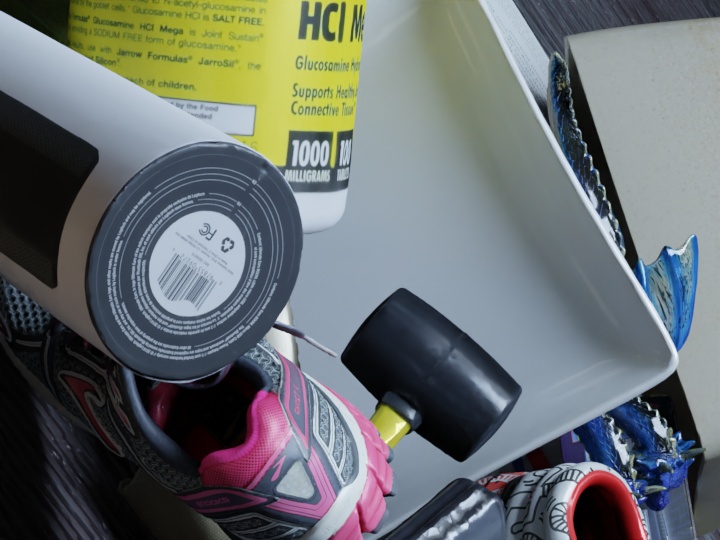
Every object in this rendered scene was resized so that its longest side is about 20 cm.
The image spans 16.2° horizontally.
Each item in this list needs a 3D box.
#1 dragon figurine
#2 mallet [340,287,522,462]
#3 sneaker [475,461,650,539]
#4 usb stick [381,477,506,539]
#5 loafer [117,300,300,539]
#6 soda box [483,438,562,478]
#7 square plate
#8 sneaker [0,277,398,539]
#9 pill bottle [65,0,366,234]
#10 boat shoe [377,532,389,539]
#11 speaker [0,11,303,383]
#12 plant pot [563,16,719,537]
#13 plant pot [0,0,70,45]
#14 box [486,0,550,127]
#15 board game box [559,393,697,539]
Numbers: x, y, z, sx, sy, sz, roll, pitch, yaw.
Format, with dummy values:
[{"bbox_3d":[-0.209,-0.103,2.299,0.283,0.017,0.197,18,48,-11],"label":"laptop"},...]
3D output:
[{"bbox_3d":[0.102,0.011,1.031,0.099,0.200,0.059,21,24,26],"label":"dragon figurine"},{"bbox_3d":[-0.008,0.093,0.910,0.066,0.041,0.200,33,55,-1],"label":"mallet"},{"bbox_3d":[0.066,0.172,0.985,0.067,0.108,0.202,22,60,-37],"label":"sneaker"},{"bbox_3d":[-0.018,0.137,0.870,0.033,0.056,0.200,37,48,20],"label":"usb stick"},{"bbox_3d":[-0.055,0.088,0.956,0.068,0.076,0.200,-1,64,-24],"label":"loafer"},{"bbox_3d":[0.057,0.128,1.163,0.068,0.064,0.200,48,22,-28],"label":"soda box"},{"bbox_3d":[0.000,0.000,1.013,0.198,0.200,0.028,62,17,11],"label":"square plate"},{"bbox_3d":[-0.069,0.028,0.887,0.200,0.081,0.075,32,-7,40],"label":"sneaker"},{"bbox_3d":[-0.052,-0.119,0.950,0.112,0.112,0.201,-16,113,-69],"label":"pill bottle"},{"bbox_3d":[0.011,0.072,1.131,0.071,0.064,0.200,52,21,-17],"label":"boat shoe"},{"bbox_3d":[-0.104,-0.033,0.858,0.081,0.081,0.200,41,-7,-39],"label":"speaker"},{"bbox_3d":[0.208,-0.012,1.170,0.200,0.177,0.200,69,4,-72],"label":"plant pot"},{"bbox_3d":[-0.100,-0.200,1.072,0.200,0.193,0.201,47,23,-27],"label":"plant pot"},{"bbox_3d":[-0.003,-0.059,1.157,0.106,0.152,0.200,57,21,-11],"label":"box"},{"bbox_3d":[0.132,0.174,1.142,0.200,0.057,0.166,72,9,-58],"label":"board game box"}]
